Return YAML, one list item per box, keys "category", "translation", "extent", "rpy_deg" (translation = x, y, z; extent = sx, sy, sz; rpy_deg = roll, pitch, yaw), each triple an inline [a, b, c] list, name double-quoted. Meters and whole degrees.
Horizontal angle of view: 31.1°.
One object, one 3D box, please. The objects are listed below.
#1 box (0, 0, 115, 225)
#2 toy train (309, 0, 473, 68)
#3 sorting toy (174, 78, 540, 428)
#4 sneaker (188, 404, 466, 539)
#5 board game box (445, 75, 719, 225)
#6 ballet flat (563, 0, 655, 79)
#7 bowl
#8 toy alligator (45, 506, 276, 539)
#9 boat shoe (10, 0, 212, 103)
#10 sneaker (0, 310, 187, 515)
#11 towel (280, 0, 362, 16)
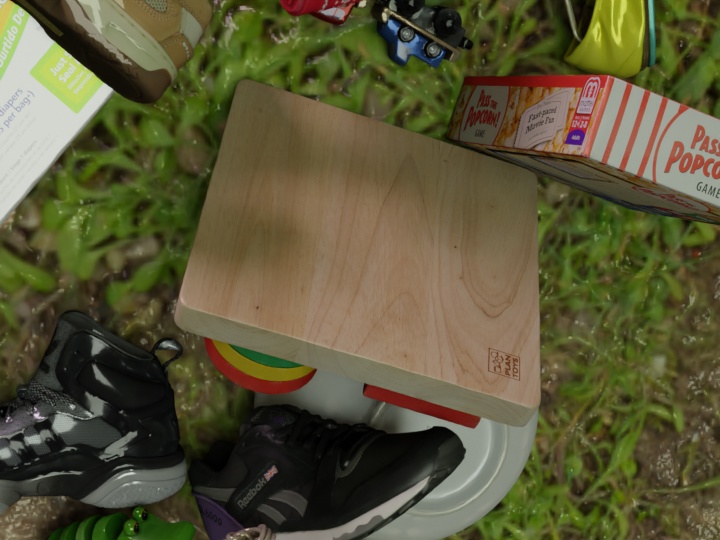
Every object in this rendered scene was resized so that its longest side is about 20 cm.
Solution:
- category: "box"
  translation: [-0.184, -0.134, 0.712]
  extent: [0.112, 0.101, 0.200]
  rpy_deg: [40, 90, -20]
- category: "toy train"
  translation: [-0.019, -0.174, 0.786]
  extent: [0.199, 0.034, 0.046]
  rpy_deg: [25, 98, -19]
- category: "sorting toy"
  translation: [0.000, 0.000, 0.756]
  extent: [0.197, 0.201, 0.070]
  rpy_deg: [17, 133, -8]
- category: "sneaker"
  translation: [-0.032, 0.116, 0.761]
  extent: [0.199, 0.076, 0.088]
  rpy_deg: [-28, 90, 36]
- category: "board game box"
  translation: [0.157, -0.070, 0.771]
  extent: [0.150, 0.200, 0.047]
  rpy_deg: [18, 92, -19]
- category: "ballet flat"
  translation: [0.155, -0.222, 0.814]
  extent: [0.066, 0.067, 0.202]
  rpy_deg: [1, 105, 6]
- category: "bowl"
  translation: [0.036, 0.097, 0.835]
  extent: [0.199, 0.090, 0.203]
  rpy_deg: [-3, 103, -15]
- category: "toy alligator"
  translation: [-0.140, 0.168, 0.781]
  extent: [0.199, 0.059, 0.054]
  rpy_deg: [-24, 108, 30]
- category: "boat shoe"
  translation: [-0.157, -0.172, 0.629]
  extent: [0.200, 0.071, 0.076]
  rpy_deg: [42, 74, -26]
- category: "sneaker"
  translation: [-0.200, 0.083, 0.775]
  extent: [0.198, 0.075, 0.115]
  rpy_deg: [0, 102, -22]
- category: "towel"
  translation: [0.007, -0.226, 0.722]
  extent: [0.200, 0.022, 0.146]
  rpy_deg: [-29, 116, -53]
